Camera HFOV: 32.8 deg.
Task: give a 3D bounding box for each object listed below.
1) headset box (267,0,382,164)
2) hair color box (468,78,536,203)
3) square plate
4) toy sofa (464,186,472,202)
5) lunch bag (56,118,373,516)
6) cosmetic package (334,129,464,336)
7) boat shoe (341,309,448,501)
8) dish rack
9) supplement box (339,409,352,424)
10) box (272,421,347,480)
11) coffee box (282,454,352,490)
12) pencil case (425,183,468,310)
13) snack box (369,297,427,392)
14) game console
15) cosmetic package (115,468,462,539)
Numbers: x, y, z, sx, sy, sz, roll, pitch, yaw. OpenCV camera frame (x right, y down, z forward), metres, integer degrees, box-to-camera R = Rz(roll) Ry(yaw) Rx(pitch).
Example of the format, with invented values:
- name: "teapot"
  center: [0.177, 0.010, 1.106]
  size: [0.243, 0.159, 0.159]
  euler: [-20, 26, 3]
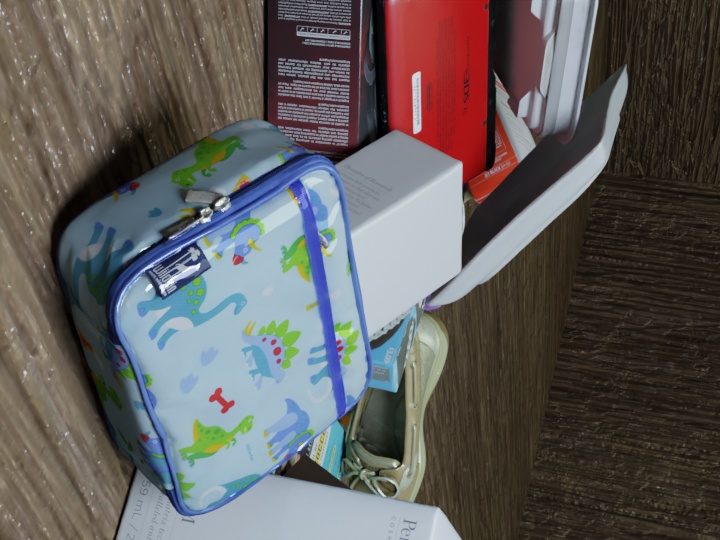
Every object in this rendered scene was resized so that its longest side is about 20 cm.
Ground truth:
- name: "headset box"
  center: [-0.013, -0.161, 0.928]
  size: [0.149, 0.076, 0.202]
  euler: [-49, 143, -64]
- name: "hair color box"
  center: [0.123, -0.161, 1.245]
  size: [0.101, 0.061, 0.202]
  euler: [19, 48, -61]
- name: "square plate"
  center: [0.146, -0.067, 1.002]
  size: [0.198, 0.028, 0.200]
  euler: [-45, -173, 31]
- name: "toy sofa"
  center: [0.092, -0.120, 1.327]
  size: [0.098, 0.083, 0.200]
  euler: [55, 22, -2]
- name: "lunch bag"
  center: [-0.072, 0.027, 0.682]
  size: [0.160, 0.082, 0.201]
  euler: [-33, 137, -27]
- name: "cosmetic package"
  center: [-0.019, -0.006, 0.841]
  size: [0.199, 0.074, 0.102]
  euler: [-34, 138, -34]
- name: "boat shoe"
  center: [0.020, 0.131, 1.023]
  size: [0.063, 0.073, 0.203]
  euler: [-9, 120, -58]
- name: "dish rack"
  center: [0.120, -0.211, 0.949]
  size: [0.173, 0.043, 0.201]
  euler: [92, -18, -46]
- name: "supplement box"
  center: [-0.001, 0.091, 1.129]
  size: [0.200, 0.066, 0.069]
  euler: [60, 41, -66]
- name: "box"
  center: [-0.057, 0.143, 0.979]
  size: [0.200, 0.049, 0.083]
  euler: [64, 37, -65]
- name: "coffee box"
  center: [-0.029, 0.248, 0.931]
  size: [0.080, 0.113, 0.201]
  euler: [-41, 154, -32]
- name: "pencil case"
  center: [0.065, -0.067, 1.116]
  size: [0.085, 0.083, 0.202]
  euler: [34, 62, -35]
- name: "snack box"
  center: [0.000, 0.000, 0.985]
  size: [0.037, 0.115, 0.201]
  euler: [84, 20, -47]
- name: "game console"
  center: [0.046, -0.173, 0.965]
  size: [0.172, 0.118, 0.202]
  euler: [-31, 134, -32]
- name: "cosmetic package"
  center: [-0.055, 0.236, 0.752]
  size: [0.123, 0.198, 0.201]
  euler: [64, 37, -65]
